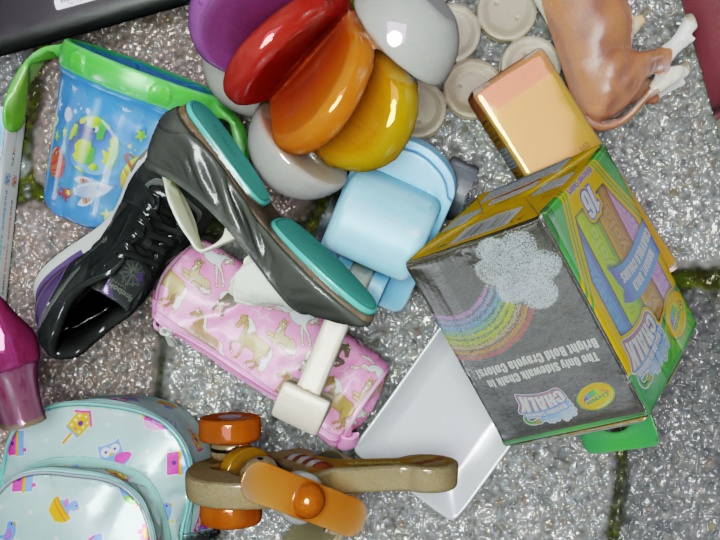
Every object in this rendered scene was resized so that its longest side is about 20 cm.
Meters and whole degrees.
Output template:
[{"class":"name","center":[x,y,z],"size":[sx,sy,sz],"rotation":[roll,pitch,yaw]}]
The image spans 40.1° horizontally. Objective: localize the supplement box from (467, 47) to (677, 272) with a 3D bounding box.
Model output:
[{"class":"supplement box","center":[0.164,-0.070,0.777],"size":[0.066,0.069,0.201],"rotation":[-32,90,3]}]

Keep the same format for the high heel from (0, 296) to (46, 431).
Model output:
[{"class":"high heel","center":[-0.292,0.064,0.761],"size":[0.067,0.199,0.097],"rotation":[-19,100,-40]}]

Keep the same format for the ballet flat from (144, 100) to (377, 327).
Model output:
[{"class":"ballet flat","center":[-0.073,-0.024,0.668],"size":[0.068,0.068,0.200],"rotation":[-43,80,15]}]

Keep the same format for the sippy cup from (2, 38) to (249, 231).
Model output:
[{"class":"sippy cup","center":[-0.188,-0.098,0.784],"size":[0.177,0.139,0.131],"rotation":[28,103,38]}]

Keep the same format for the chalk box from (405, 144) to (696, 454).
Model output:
[{"class":"chalk box","center":[0.149,0.038,0.704],"size":[0.124,0.124,0.201],"rotation":[-20,105,41]}]

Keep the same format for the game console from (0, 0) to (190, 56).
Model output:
[{"class":"game console","center":[-0.224,-0.277,0.805],"size":[0.198,0.116,0.177],"rotation":[-15,95,4]}]

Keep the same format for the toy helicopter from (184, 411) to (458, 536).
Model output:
[{"class":"toy helicopter","center":[-0.024,0.147,0.702],"size":[0.198,0.132,0.080],"rotation":[0,90,-10]}]

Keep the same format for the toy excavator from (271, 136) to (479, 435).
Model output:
[{"class":"toy excavator","center":[0.000,0.000,0.733],"size":[0.099,0.200,0.196],"rotation":[25,111,4]}]

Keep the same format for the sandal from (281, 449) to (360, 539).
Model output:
[{"class":"sandal","center":[-0.043,0.250,0.787],"size":[0.069,0.077,0.213],"rotation":[31,86,-39]}]

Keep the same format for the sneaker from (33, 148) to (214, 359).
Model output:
[{"class":"sneaker","center":[-0.159,-0.012,0.719],"size":[0.076,0.088,0.200],"rotation":[37,103,-30]}]

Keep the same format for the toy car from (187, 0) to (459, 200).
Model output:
[{"class":"toy car","center":[-0.047,-0.159,0.674],"size":[0.175,0.149,0.201],"rotation":[-45,61,27]}]

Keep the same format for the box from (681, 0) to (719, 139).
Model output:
[{"class":"box","center":[0.331,-0.198,0.757],"size":[0.127,0.109,0.202],"rotation":[-15,87,3]}]

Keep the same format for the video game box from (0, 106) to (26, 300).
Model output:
[{"class":"video game box","center":[-0.393,-0.053,0.832],"size":[0.198,0.047,0.184],"rotation":[6,90,4]}]

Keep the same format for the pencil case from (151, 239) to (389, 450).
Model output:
[{"class":"pencil case","center":[-0.071,0.059,0.789],"size":[0.199,0.083,0.087],"rotation":[32,94,4]}]

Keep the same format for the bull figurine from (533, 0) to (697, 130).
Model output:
[{"class":"bull figurine","center":[0.190,-0.215,0.786],"size":[0.120,0.065,0.202],"rotation":[-18,93,-3]}]

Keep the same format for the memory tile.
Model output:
[{"class":"memory tile","center":[0.066,-0.220,0.822],"size":[0.152,0.017,0.201],"rotation":[-21,87,3]}]

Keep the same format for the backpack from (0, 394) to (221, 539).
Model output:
[{"class":"backpack","center":[-0.200,0.195,0.762],"size":[0.174,0.153,0.202],"rotation":[2,81,9]}]

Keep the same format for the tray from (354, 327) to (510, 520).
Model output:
[{"class":"tray","center":[0.091,0.092,0.799],"size":[0.107,0.022,0.201],"rotation":[36,91,-10]}]
